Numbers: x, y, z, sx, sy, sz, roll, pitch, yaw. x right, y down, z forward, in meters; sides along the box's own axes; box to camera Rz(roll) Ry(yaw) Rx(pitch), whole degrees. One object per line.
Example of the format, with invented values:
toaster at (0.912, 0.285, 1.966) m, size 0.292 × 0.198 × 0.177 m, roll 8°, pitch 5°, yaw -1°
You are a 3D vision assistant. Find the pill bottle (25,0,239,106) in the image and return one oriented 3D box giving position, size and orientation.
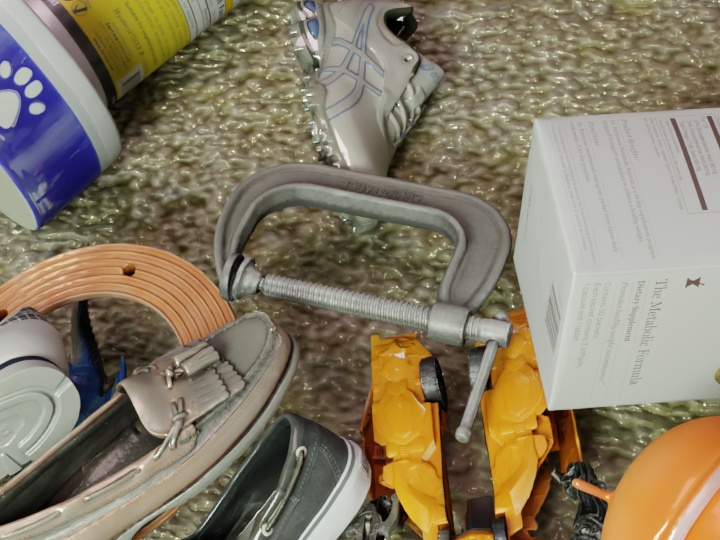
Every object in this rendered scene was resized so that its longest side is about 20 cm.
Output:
pill bottle at (-0.150, -0.211, 1.140) m, size 0.200 × 0.112 × 0.111 m, roll -41°, pitch 51°, yaw -16°

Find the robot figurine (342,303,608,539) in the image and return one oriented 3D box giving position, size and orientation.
robot figurine at (0.061, 0.113, 0.849) m, size 0.143 × 0.058 × 0.201 m, roll -12°, pitch 49°, yaw 10°

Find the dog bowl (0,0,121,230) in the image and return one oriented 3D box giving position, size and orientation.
dog bowl at (-0.253, -0.124, 1.056) m, size 0.079 × 0.201 × 0.199 m, roll -45°, pitch 52°, yaw -15°

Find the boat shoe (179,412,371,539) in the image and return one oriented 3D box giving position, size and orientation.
boat shoe at (-0.076, 0.159, 0.828) m, size 0.201 × 0.057 × 0.069 m, roll -51°, pitch 29°, yaw -1°

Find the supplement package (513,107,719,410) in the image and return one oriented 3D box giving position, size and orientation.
supplement package at (0.190, -0.009, 0.834) m, size 0.198 × 0.114 × 0.110 m, roll -4°, pitch 49°, yaw -5°

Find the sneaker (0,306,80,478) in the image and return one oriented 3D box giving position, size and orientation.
sneaker at (-0.248, 0.093, 0.878) m, size 0.199 × 0.077 × 0.081 m, roll -27°, pitch 43°, yaw -5°

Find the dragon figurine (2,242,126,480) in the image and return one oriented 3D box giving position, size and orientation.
dragon figurine at (-0.157, 0.086, 0.946) m, size 0.098 × 0.059 × 0.201 m, roll 6°, pitch 59°, yaw 21°

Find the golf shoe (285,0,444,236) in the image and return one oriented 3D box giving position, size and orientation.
golf shoe at (0.010, -0.112, 1.041) m, size 0.096 × 0.079 × 0.201 m, roll -12°, pitch 51°, yaw 2°

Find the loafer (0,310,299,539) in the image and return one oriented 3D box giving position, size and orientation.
loafer at (-0.116, 0.089, 0.824) m, size 0.200 × 0.063 × 0.072 m, roll -44°, pitch 37°, yaw -11°

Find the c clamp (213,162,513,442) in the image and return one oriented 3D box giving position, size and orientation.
c clamp at (0.000, 0.000, 0.899) m, size 0.198 × 0.027 × 0.171 m, roll 16°, pitch 48°, yaw 19°

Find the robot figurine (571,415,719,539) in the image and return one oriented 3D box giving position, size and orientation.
robot figurine at (0.195, 0.143, 0.738) m, size 0.199 × 0.117 × 0.144 m, roll 32°, pitch 66°, yaw 32°

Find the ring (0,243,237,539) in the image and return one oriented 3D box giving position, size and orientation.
ring at (-0.157, 0.074, 0.905) m, size 0.198 × 0.019 × 0.202 m, roll -9°, pitch 55°, yaw 13°
